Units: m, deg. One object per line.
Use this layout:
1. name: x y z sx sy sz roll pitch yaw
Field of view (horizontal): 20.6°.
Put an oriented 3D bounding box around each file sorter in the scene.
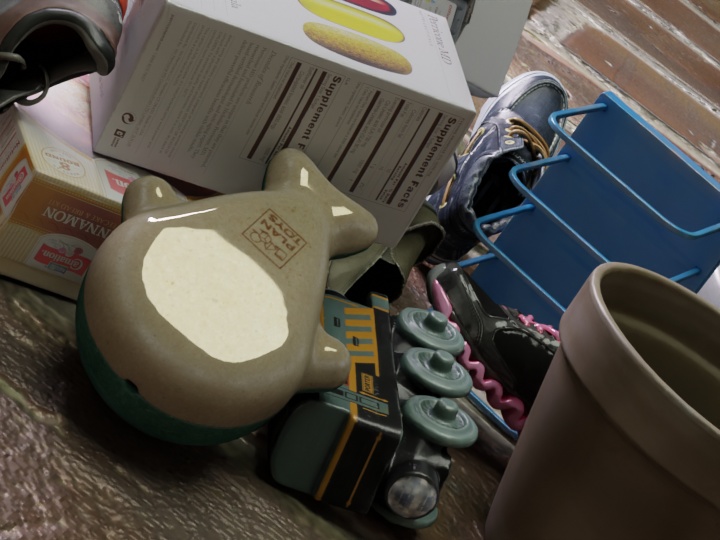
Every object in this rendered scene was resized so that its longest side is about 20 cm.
1. file sorter: 0.142 0.001 1.361 0.139 0.200 0.123 43 26 18

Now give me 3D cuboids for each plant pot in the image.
1. plant pot: 0.170 0.125 1.177 0.200 0.174 0.200 30 22 -13

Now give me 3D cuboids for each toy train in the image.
1. toy train: 0.002 0.073 1.167 0.114 0.085 0.200 21 24 -12

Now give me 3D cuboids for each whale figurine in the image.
1. whale figurine: -0.073 0.015 1.086 0.159 0.104 0.200 41 46 1

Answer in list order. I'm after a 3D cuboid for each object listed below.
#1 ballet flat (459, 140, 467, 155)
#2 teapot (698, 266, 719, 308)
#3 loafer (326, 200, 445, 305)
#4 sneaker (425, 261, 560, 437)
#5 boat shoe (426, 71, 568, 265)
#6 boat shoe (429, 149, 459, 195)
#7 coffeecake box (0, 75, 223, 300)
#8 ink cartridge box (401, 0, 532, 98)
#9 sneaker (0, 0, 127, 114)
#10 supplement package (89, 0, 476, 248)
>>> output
1. ballet flat: 0.027 -0.113 1.579 0.200 0.075 0.068 41 -11 12
2. teapot: 0.363 0.053 1.668 0.197 0.146 0.200 2 48 -7
3. loafer: 0.000 0.000 1.332 0.070 0.075 0.200 49 33 15
4. sneaker: 0.123 0.062 1.279 0.200 0.095 0.079 50 7 -13
5. boat shoe: 0.119 -0.086 1.509 0.071 0.091 0.200 44 61 -13
6. boat shoe: 0.042 -0.099 1.390 0.072 0.066 0.200 57 -7 -8
7. coffeecake box: -0.166 -0.064 1.198 0.153 0.073 0.200 22 26 -34
8. ink cartridge box: -0.003 -0.199 1.360 0.200 0.086 0.147 22 -1 -43
9. sneaker: -0.228 -0.121 1.107 0.077 0.199 0.082 72 6 -47
10. supplement package: -0.049 -0.113 1.177 0.199 0.110 0.114 17 33 -23
